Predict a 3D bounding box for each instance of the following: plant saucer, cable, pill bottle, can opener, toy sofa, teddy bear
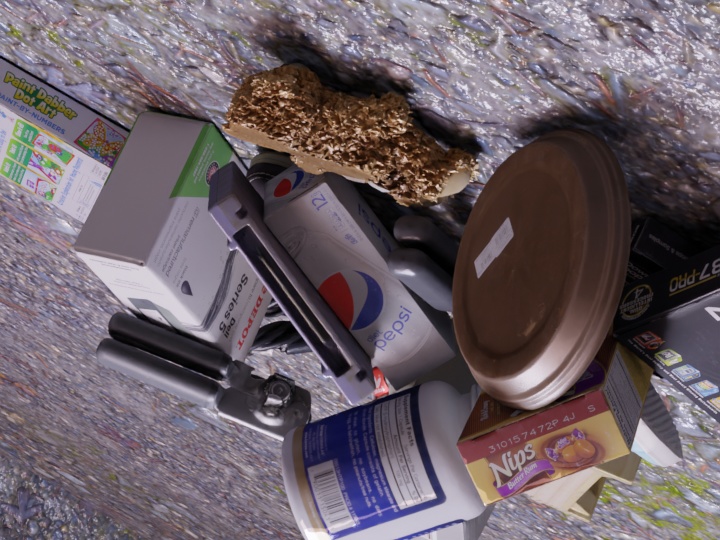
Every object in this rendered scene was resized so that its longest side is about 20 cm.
[{"bbox_3d":[0.119,-0.003,1.416,0.029,0.202,0.200,13,168,-26],"label":"plant saucer"},{"bbox_3d":[-0.106,0.057,1.958,0.200,0.162,0.051,-149,42,-71],"label":"cable"},{"bbox_3d":[0.045,0.160,1.695,0.199,0.120,0.120,-19,145,13],"label":"pill bottle"},{"bbox_3d":[-0.138,0.101,1.807,0.199,0.054,0.067,22,157,1],"label":"can opener"},{"bbox_3d":[0.087,0.008,1.641,0.066,0.054,0.200,6,166,24],"label":"can opener"},{"bbox_3d":[0.204,0.165,1.910,0.097,0.083,0.200,23,161,2],"label":"toy sofa"},{"bbox_3d":[-0.003,-0.104,1.546,0.198,0.067,0.145,19,170,4],"label":"teddy bear"}]

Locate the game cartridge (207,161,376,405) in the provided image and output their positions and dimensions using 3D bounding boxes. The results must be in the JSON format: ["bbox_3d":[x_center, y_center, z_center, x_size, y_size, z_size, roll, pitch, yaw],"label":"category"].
[{"bbox_3d":[-0.058,0.009,1.658,0.201,0.038,0.130,54,-178,-14],"label":"game cartridge"}]

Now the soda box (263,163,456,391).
[{"bbox_3d":[0.000,0.000,1.676,0.200,0.063,0.068,53,-164,-26],"label":"soda box"}]

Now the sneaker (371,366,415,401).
[{"bbox_3d":[0.031,0.141,1.916,0.093,0.201,0.070,43,146,-25],"label":"sneaker"}]

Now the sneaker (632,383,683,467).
[{"bbox_3d":[0.178,0.100,1.654,0.082,0.074,0.200,-37,111,27],"label":"sneaker"}]

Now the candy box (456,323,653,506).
[{"bbox_3d":[0.147,0.094,1.490,0.116,0.200,0.057,-23,99,20],"label":"candy box"}]

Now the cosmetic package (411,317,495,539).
[{"bbox_3d":[0.090,0.149,1.835,0.106,0.201,0.090,18,151,17],"label":"cosmetic package"}]

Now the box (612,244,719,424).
[{"bbox_3d":[0.305,0.055,1.473,0.161,0.049,0.200,-26,128,37],"label":"box"}]

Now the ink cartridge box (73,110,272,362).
[{"bbox_3d":[-0.150,-0.023,1.801,0.083,0.146,0.200,11,156,29],"label":"ink cartridge box"}]

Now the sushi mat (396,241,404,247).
[{"bbox_3d":[0.022,-0.010,1.810,0.199,0.012,0.096,26,161,2],"label":"sushi mat"}]

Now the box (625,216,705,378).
[{"bbox_3d":[0.231,0.025,1.590,0.142,0.036,0.200,31,162,-12],"label":"box"}]

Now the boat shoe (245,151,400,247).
[{"bbox_3d":[-0.024,-0.021,1.740,0.200,0.065,0.072,43,149,-20],"label":"boat shoe"}]

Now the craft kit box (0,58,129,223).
[{"bbox_3d":[-0.311,-0.126,1.915,0.196,0.049,0.200,27,161,-8],"label":"craft kit box"}]
